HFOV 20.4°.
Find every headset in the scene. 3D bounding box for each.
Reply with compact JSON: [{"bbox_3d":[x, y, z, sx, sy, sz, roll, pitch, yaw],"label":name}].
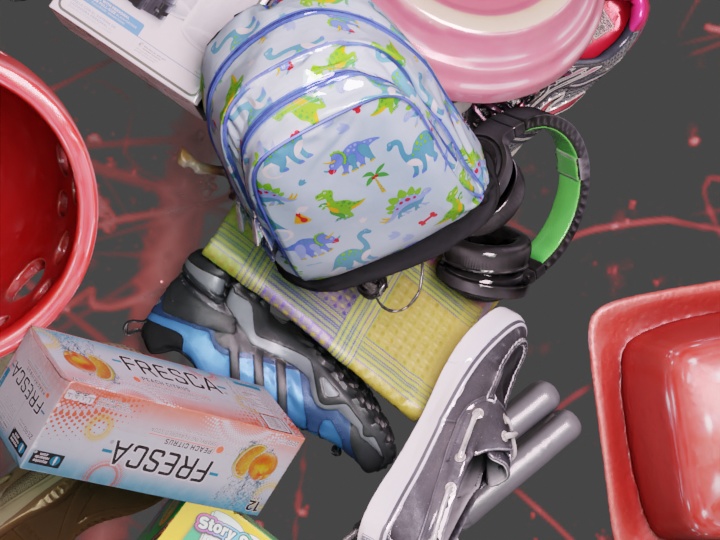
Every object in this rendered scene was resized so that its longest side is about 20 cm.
[{"bbox_3d":[0.070,-0.036,1.358,0.200,0.094,0.124,-33,128,-30],"label":"headset"}]

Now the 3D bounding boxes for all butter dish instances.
[{"bbox_3d":[0.277,0.109,1.388,0.199,0.148,0.201,-8,93,-10],"label":"butter dish"}]

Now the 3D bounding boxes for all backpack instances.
[{"bbox_3d":[-0.014,-0.080,1.211,0.162,0.154,0.201,-20,125,7],"label":"backpack"}]

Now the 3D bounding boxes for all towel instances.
[{"bbox_3d":[0.000,0.000,1.372,0.200,0.023,0.144,38,56,-10],"label":"towel"}]

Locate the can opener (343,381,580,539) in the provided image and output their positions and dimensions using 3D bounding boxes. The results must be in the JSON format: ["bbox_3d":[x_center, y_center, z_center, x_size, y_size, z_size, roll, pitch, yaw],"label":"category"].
[{"bbox_3d":[0.071,0.156,1.390,0.200,0.066,0.053,-38,98,-13],"label":"can opener"}]

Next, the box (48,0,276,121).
[{"bbox_3d":[-0.090,-0.210,1.245,0.116,0.060,0.200,35,86,4],"label":"box"}]

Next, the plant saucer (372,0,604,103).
[{"bbox_3d":[0.069,-0.207,1.301,0.199,0.051,0.202,5,66,-11],"label":"plant saucer"}]

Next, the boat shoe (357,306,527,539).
[{"bbox_3d":[0.073,0.116,1.326,0.067,0.072,0.200,20,61,24],"label":"boat shoe"}]

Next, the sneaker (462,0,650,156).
[{"bbox_3d":[0.116,-0.138,1.392,0.200,0.075,0.081,-43,97,-6],"label":"sneaker"}]

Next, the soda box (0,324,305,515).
[{"bbox_3d":[-0.133,0.097,1.260,0.199,0.064,0.069,19,109,-43],"label":"soda box"}]

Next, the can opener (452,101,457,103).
[{"bbox_3d":[-0.029,-0.138,1.307,0.199,0.066,0.053,21,106,1],"label":"can opener"}]

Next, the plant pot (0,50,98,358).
[{"bbox_3d":[-0.273,-0.052,1.262,0.199,0.182,0.202,-3,102,-14],"label":"plant pot"}]

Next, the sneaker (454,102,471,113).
[{"bbox_3d":[0.075,-0.207,1.370,0.115,0.074,0.201,-12,83,-15],"label":"sneaker"}]

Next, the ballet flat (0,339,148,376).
[{"bbox_3d":[-0.235,0.074,1.349,0.199,0.046,0.068,2,90,-10],"label":"ballet flat"}]

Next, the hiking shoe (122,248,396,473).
[{"bbox_3d":[-0.062,0.076,1.375,0.200,0.074,0.087,43,99,-3],"label":"hiking shoe"}]

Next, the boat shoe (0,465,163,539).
[{"bbox_3d":[-0.188,0.134,1.343,0.199,0.065,0.071,-31,133,-6],"label":"boat shoe"}]

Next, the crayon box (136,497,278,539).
[{"bbox_3d":[-0.074,0.247,1.375,0.200,0.058,0.119,39,84,-8],"label":"crayon box"}]

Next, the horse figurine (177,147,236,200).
[{"bbox_3d":[-0.050,-0.116,1.355,0.132,0.050,0.201,14,58,-13],"label":"horse figurine"}]
